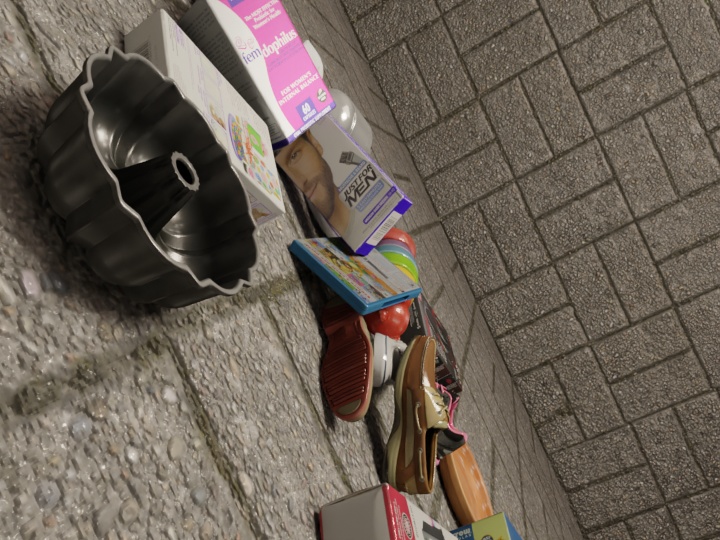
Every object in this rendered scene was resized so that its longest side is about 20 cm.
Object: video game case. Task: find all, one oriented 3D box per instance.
[{"bbox_3d":[0.000,0.000,0.859,0.142,0.018,0.198,41,21,18],"label":"video game case"}]

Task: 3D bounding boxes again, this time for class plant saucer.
[{"bbox_3d":[0.188,0.387,1.062,0.203,0.037,0.202,59,16,-27],"label":"plant saucer"}]

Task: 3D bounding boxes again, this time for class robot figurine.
[{"bbox_3d":[-0.047,-0.276,1.148,0.173,0.111,0.199,65,14,23],"label":"robot figurine"}]

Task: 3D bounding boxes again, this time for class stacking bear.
[{"bbox_3d":[0.043,0.030,0.992,0.203,0.110,0.124,-86,159,-49],"label":"stacking bear"}]

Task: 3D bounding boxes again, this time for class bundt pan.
[{"bbox_3d":[-0.164,-0.060,0.460,0.205,0.074,0.204,58,15,-26],"label":"bundt pan"}]

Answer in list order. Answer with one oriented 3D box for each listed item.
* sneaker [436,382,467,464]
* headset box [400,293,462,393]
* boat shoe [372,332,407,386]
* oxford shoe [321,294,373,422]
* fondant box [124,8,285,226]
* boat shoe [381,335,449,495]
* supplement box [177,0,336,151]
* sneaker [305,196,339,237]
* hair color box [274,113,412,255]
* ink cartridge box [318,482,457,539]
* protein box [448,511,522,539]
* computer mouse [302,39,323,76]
[{"bbox_3d":[0.117,0.212,0.984,0.079,0.094,0.205,27,39,-64],"label":"sneaker"},{"bbox_3d":[0.116,0.134,1.139,0.201,0.073,0.151,54,19,-37],"label":"headset box"},{"bbox_3d":[0.051,0.129,0.850,0.200,0.063,0.076,23,72,-81],"label":"boat shoe"},{"bbox_3d":[-0.006,0.117,0.752,0.203,0.069,0.076,-94,159,-52],"label":"oxford shoe"},{"bbox_3d":[-0.166,-0.155,0.646,0.200,0.057,0.148,43,27,-54],"label":"fondant box"},{"bbox_3d":[0.084,0.192,0.779,0.075,0.072,0.207,26,70,-59],"label":"boat shoe"},{"bbox_3d":[-0.136,-0.274,0.785,0.101,0.102,0.203,-43,113,-27],"label":"supplement box"},{"bbox_3d":[-0.036,-0.152,0.992,0.073,0.112,0.205,44,26,-54],"label":"sneaker"},{"bbox_3d":[-0.027,-0.135,0.887,0.201,0.110,0.065,48,12,17],"label":"hair color box"},{"bbox_3d":[0.045,0.320,0.575,0.200,0.084,0.150,49,21,-44],"label":"ink cartridge box"},{"bbox_3d":[0.168,0.447,0.702,0.202,0.132,0.201,55,18,-33],"label":"protein box"},{"bbox_3d":[-0.085,-0.282,0.927,0.043,0.112,0.200,29,-10,0],"label":"computer mouse"}]
